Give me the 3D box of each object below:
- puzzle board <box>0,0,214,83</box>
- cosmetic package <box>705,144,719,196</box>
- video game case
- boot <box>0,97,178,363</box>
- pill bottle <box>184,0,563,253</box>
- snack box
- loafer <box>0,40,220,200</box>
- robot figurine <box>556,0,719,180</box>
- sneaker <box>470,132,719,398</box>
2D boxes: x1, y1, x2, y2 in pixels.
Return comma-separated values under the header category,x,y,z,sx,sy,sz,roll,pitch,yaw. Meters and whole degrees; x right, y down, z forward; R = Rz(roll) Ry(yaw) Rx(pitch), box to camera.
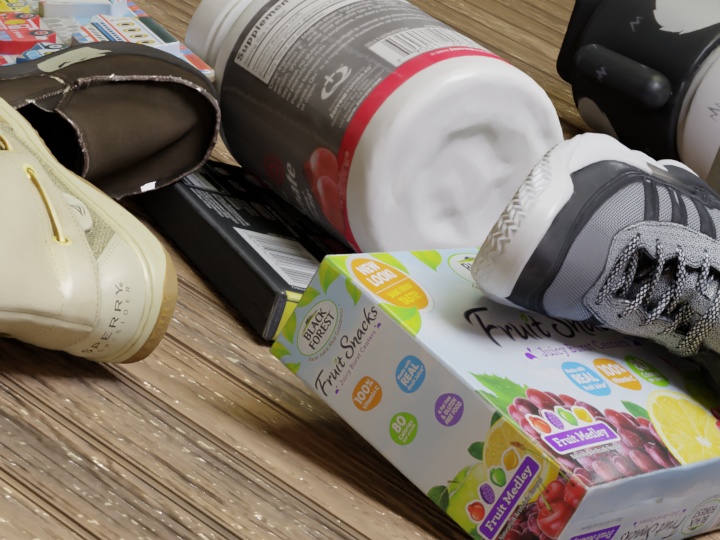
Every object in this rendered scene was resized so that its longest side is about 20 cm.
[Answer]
category,x,y,z,sx,sy,sz,roll,pitch,yaw
puzzle board,-0.170,-0.114,1.329,0.150,0.017,0.200,-8,20,-17
cosmetic package,0.210,0.006,1.370,0.090,0.107,0.200,19,13,-3
video game case,0.000,0.000,1.265,0.180,0.026,0.200,12,16,-29
boot,-0.184,-0.028,1.020,0.200,0.073,0.155,36,18,30
pill bottle,-0.002,-0.076,1.266,0.110,0.111,0.200,9,17,-36
snack box,0.075,0.051,1.084,0.142,0.053,0.200,40,21,24
loafer,-0.136,-0.052,1.189,0.199,0.073,0.071,-9,35,-40
robot figurine,0.225,-0.130,1.832,0.150,0.125,0.200,-38,45,-19
sneaker,0.128,0.006,1.074,0.114,0.076,0.200,37,17,22
